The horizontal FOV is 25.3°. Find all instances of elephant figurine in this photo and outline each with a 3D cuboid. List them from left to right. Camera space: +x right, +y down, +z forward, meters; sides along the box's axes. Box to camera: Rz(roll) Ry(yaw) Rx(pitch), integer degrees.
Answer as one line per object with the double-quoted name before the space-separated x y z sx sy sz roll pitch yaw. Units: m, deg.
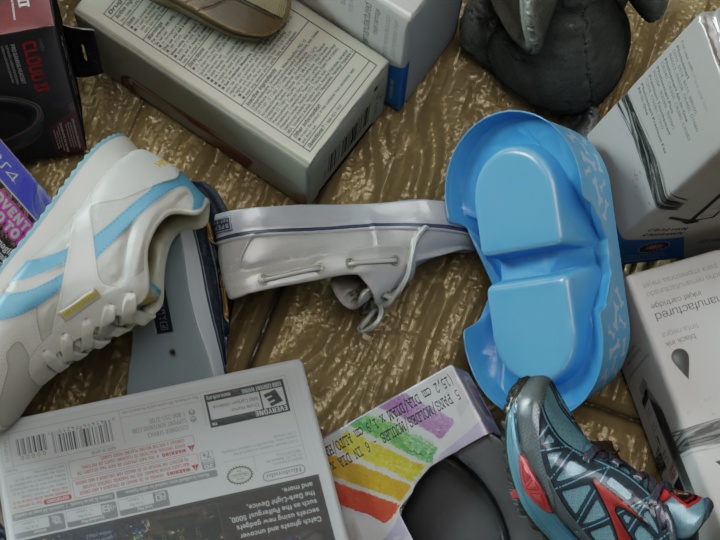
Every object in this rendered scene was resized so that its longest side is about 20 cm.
"elephant figurine" 0.138 -0.203 1.098 0.155 0.200 0.142 31 72 8

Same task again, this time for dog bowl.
"dog bowl" 0.119 -0.005 1.047 0.049 0.111 0.201 -7 88 -47

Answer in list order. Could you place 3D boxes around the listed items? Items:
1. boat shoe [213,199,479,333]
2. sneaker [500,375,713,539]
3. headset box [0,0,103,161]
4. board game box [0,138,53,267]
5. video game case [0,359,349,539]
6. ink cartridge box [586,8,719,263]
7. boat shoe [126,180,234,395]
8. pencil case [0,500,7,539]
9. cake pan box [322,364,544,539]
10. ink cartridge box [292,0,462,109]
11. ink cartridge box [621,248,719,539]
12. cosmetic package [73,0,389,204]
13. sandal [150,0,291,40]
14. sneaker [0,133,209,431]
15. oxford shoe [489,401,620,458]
"boat shoe" 0.001 0.000 1.078 0.201 0.075 0.086 -3 85 -27
"sneaker" 0.161 0.140 0.944 0.095 0.079 0.200 -30 95 29
"headset box" -0.276 -0.135 1.079 0.199 0.149 0.075 -11 62 -7
"board game box" -0.282 0.015 1.012 0.097 0.160 0.200 22 65 46
"video game case" -0.111 0.156 0.968 0.199 0.023 0.182 -11 62 -9
"ink cartridge box" 0.244 -0.085 1.038 0.146 0.200 0.085 -6 70 -21
"boat shoe" -0.111 0.038 1.074 0.071 0.091 0.201 -3 97 22
"pencil case" -0.168 0.209 1.000 0.199 0.090 0.078 22 67 7
"cake pan box" 0.028 0.183 1.005 0.200 0.052 0.185 -29 75 10
"ink cartridge box" -0.029 -0.223 1.127 0.200 0.146 0.084 33 74 10
"ink cartridge box" 0.267 0.088 1.063 0.146 0.083 0.201 -16 71 -9
"cosmetic package" -0.089 -0.147 1.128 0.200 0.087 0.103 35 74 9
"sandal" -0.138 -0.219 1.081 0.200 0.054 0.080 34 77 -7
"sneaker" -0.171 0.016 0.974 0.081 0.077 0.200 30 82 12
"oxford shoe" 0.158 0.153 1.042 0.200 0.073 0.084 37 71 10
